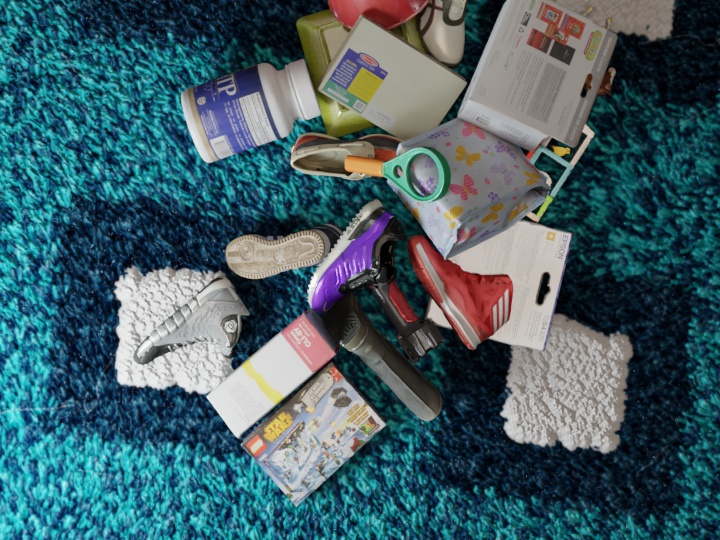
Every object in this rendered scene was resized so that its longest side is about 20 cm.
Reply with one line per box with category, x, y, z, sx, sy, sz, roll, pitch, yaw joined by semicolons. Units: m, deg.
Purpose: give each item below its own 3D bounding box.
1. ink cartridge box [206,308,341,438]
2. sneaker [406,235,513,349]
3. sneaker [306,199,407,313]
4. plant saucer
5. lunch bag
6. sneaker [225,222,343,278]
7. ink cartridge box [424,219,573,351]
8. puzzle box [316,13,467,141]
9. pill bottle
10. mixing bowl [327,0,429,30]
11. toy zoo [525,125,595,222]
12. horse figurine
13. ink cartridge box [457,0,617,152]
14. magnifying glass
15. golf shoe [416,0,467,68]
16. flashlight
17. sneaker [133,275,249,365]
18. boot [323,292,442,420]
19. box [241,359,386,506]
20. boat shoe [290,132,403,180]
ink cartridge box;-0.132;0.156;1.571;0.200;0.145;0.084;-40;90;3
sneaker;0.162;0.011;1.563;0.115;0.078;0.201;-33;102;-6
sneaker;0.000;0.000;1.532;0.099;0.069;0.201;40;108;17
plant saucer;0.015;-0.334;1.596;0.198;0.048;0.202;-16;92;2
lunch bag;0.170;-0.136;1.535;0.199;0.127;0.170;-28;68;-23
sneaker;-0.113;-0.033;1.609;0.198;0.108;0.071;-6;95;32
ink cartridge box;0.219;0.011;1.608;0.198;0.043;0.198;14;91;0
puzzle box;0.049;-0.288;1.550;0.199;0.025;0.133;28;113;-21
pill bottle;-0.167;-0.255;1.568;0.198;0.120;0.121;-19;92;1
mixing bowl;0.017;-0.475;1.517;0.198;0.108;0.202;-10;65;22
toy zoo;0.283;-0.196;1.609;0.131;0.020;0.201;32;93;0
horse figurine;0.314;-0.359;1.588;0.198;0.050;0.134;16;87;-2
ink cartridge box;0.265;-0.292;1.505;0.174;0.084;0.202;25;79;-3
magnifying glass;0.052;-0.147;1.481;0.199;0.022;0.080;15;110;44
golf shoe;0.134;-0.418;1.563;0.077;0.088;0.202;-9;95;-25
flashlight;0.060;0.041;1.584;0.068;0.068;0.201;-26;77;-41
sneaker;-0.261;0.112;1.610;0.200;0.075;0.116;-40;93;2
boot;0.038;0.132;1.590;0.199;0.182;0.073;37;105;-25
box;-0.075;0.262;1.627;0.200;0.040;0.137;-42;92;3
boat shoe;-0.012;-0.176;1.586;0.198;0.063;0.072;7;123;3
